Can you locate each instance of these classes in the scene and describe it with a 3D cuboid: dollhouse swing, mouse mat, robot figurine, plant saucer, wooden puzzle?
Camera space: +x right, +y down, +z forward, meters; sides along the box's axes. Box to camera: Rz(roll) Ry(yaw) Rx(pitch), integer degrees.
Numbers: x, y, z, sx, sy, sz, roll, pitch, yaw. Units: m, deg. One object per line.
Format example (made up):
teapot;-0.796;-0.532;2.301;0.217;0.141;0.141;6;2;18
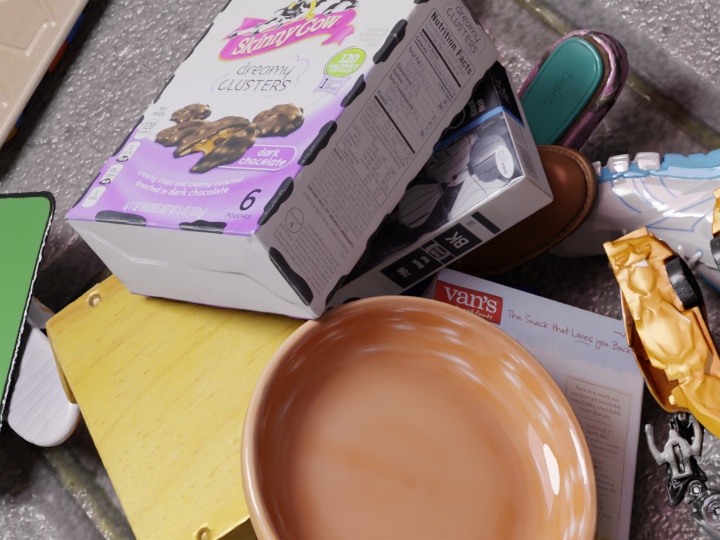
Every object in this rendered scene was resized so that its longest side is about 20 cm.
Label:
dollhouse swing;-0.076;0.114;1.280;0.181;0.176;0.201;-34;51;4
mouse mat;-0.270;0.044;1.478;0.160;0.007;0.202;1;75;53
robot figurine;0.219;0.055;1.196;0.144;0.058;0.201;-27;72;17
plant saucer;0.029;0.111;1.134;0.037;0.198;0.202;129;146;-57
wooden puzzle;-0.300;-0.164;1.659;0.184;0.046;0.201;18;67;35

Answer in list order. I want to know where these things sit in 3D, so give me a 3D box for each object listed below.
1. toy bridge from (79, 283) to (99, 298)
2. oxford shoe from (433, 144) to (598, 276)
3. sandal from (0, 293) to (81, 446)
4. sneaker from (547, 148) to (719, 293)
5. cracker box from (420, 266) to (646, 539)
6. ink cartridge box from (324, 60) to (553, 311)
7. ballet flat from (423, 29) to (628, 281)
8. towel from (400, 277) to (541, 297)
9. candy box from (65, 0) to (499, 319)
toy bridge;-0.079;-0.020;1.351;0.200;0.067;0.027;-41;38;-10
oxford shoe;0.046;-0.028;1.295;0.198;0.071;0.072;-16;83;23
sandal;-0.220;0.069;1.459;0.206;0.059;0.080;38;105;52
sneaker;0.198;-0.023;1.277;0.198;0.075;0.087;-10;63;24
cracker box;0.084;0.111;1.215;0.133;0.058;0.202;17;60;-9
ink cartridge box;0.010;-0.035;1.248;0.199;0.039;0.100;-33;53;21
ballet flat;0.100;-0.064;1.346;0.200;0.071;0.069;-50;62;18
towel;0.040;0.098;1.279;0.146;0.050;0.202;-5;61;6
candy box;-0.044;-0.076;1.210;0.167;0.072;0.201;5;53;46
